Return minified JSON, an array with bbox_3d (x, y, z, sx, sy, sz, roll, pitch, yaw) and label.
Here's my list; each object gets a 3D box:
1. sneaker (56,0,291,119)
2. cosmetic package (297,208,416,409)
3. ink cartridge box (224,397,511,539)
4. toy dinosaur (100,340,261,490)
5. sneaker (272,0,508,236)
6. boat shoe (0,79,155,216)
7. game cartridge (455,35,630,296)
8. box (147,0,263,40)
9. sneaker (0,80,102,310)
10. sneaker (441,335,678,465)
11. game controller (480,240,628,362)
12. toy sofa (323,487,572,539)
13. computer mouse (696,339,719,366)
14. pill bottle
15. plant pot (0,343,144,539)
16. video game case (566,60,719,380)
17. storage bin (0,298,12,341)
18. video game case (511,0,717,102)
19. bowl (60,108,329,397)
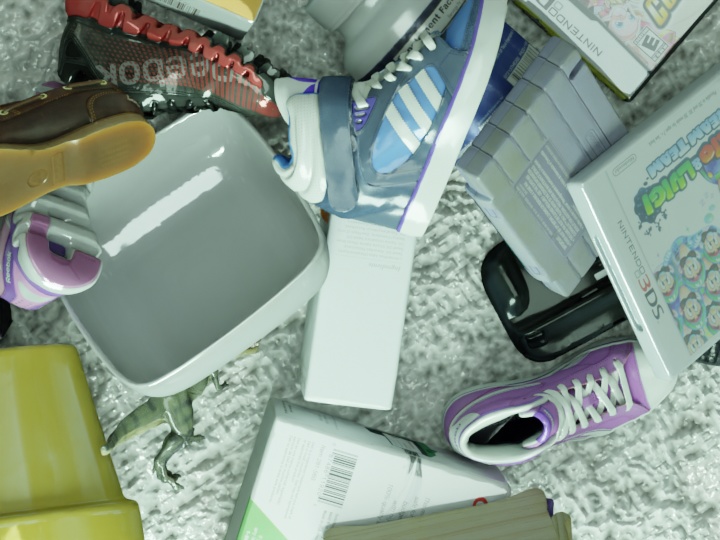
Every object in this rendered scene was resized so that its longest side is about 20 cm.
[{"bbox_3d":[-0.147,-0.147,1.666,0.200,0.071,0.098,22,90,11],"label":"sneaker"},{"bbox_3d":[0.000,0.000,1.699,0.071,0.101,0.201,7,96,-6],"label":"cosmetic package"},{"bbox_3d":[0.003,0.203,1.732,0.199,0.084,0.147,18,96,-8],"label":"ink cartridge box"},{"bbox_3d":[-0.146,0.116,1.697,0.047,0.200,0.088,15,127,26],"label":"toy dinosaur"},{"bbox_3d":[0.012,-0.134,1.589,0.146,0.081,0.201,21,102,0],"label":"sneaker"},{"bbox_3d":[-0.251,-0.088,1.576,0.199,0.070,0.071,-17,141,-30],"label":"boat shoe"},{"bbox_3d":[0.149,-0.074,1.646,0.130,0.200,0.038,-49,53,-6],"label":"game cartridge"},{"bbox_3d":[-0.104,-0.294,1.640,0.124,0.097,0.201,22,85,-8],"label":"box"},{"bbox_3d":[-0.244,-0.053,1.657,0.080,0.201,0.088,21,140,-27],"label":"sneaker"},{"bbox_3d":[0.168,0.112,1.720,0.200,0.114,0.073,-20,97,-3],"label":"sneaker"},{"bbox_3d":[0.199,-0.010,1.750,0.199,0.042,0.105,-28,84,-1],"label":"game controller"},{"bbox_3d":[0.070,0.244,1.670,0.199,0.098,0.083,-11,124,-5],"label":"toy sofa"},{"bbox_3d":[0.322,0.073,1.761,0.199,0.059,0.034,22,111,-11],"label":"computer mouse"},{"bbox_3d":[0.057,-0.167,1.678,0.200,0.111,0.111,40,93,-8],"label":"pill bottle"},{"bbox_3d":[-0.272,0.158,1.658,0.200,0.201,0.190,-8,85,-3],"label":"plant pot"},{"bbox_3d":[0.268,-0.044,1.696,0.200,0.024,0.183,-37,112,-26],"label":"video game case"},{"bbox_3d":[-0.334,-0.040,1.650,0.093,0.135,0.201,-12,98,-3],"label":"storage bin"},{"bbox_3d":[0.211,-0.267,1.720,0.181,0.026,0.200,40,93,-8],"label":"video game case"},{"bbox_3d":[-0.128,-0.008,1.669,0.199,0.075,0.200,-36,57,1],"label":"bowl"}]
